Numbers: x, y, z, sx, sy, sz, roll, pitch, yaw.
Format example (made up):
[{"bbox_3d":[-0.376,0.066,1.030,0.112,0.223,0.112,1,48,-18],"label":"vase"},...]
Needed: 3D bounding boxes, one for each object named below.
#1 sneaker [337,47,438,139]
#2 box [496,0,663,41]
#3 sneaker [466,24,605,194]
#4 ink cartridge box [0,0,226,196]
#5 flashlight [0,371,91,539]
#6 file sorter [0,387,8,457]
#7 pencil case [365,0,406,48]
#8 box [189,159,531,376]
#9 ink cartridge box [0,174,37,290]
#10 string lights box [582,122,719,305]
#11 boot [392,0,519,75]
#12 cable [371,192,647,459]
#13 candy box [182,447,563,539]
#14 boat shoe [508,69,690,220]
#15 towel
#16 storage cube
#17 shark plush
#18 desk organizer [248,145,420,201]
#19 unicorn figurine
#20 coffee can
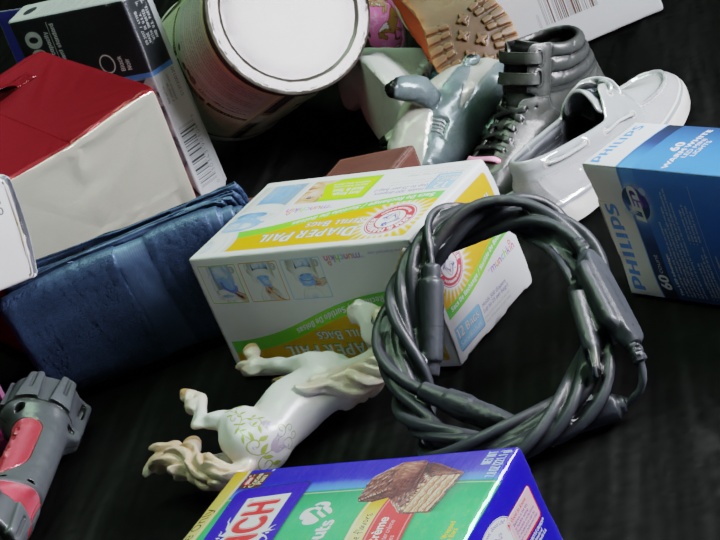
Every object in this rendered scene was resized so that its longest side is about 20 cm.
[{"bbox_3d":[0.039,-0.164,1.893,0.088,0.075,0.200,-14,21,-10],"label":"sneaker"},{"bbox_3d":[0.164,-0.277,1.959,0.152,0.107,0.200,-23,23,1],"label":"box"},{"bbox_3d":[0.115,-0.117,1.672,0.200,0.099,0.071,-39,29,-29],"label":"sneaker"},{"bbox_3d":[-0.235,-0.149,1.952,0.200,0.198,0.043,-4,27,40],"label":"ink cartridge box"},{"bbox_3d":[-0.244,0.138,1.509,0.068,0.068,0.200,-21,24,15],"label":"flashlight"},{"bbox_3d":[-0.371,0.123,1.586,0.139,0.126,0.200,-3,31,41],"label":"file sorter"},{"bbox_3d":[-0.040,-0.233,2.092,0.086,0.083,0.200,-35,26,-26],"label":"pencil case"},{"bbox_3d":[0.000,0.000,1.524,0.200,0.102,0.113,-5,29,38],"label":"box"},{"bbox_3d":[-0.349,-0.016,1.607,0.145,0.085,0.200,-23,15,-30],"label":"ink cartridge box"},{"bbox_3d":[0.239,-0.032,1.361,0.059,0.103,0.200,-37,27,-28],"label":"string lights box"},{"bbox_3d":[0.081,-0.204,1.861,0.075,0.200,0.107,-30,-19,-3],"label":"boot"},{"bbox_3d":[0.085,0.037,1.363,0.163,0.051,0.200,-33,53,10],"label":"cable"},{"bbox_3d":[-0.015,0.178,1.187,0.200,0.077,0.169,-9,27,34],"label":"candy box"},{"bbox_3d":[0.176,-0.106,1.628,0.200,0.069,0.072,-39,27,-31],"label":"boat shoe"},{"bbox_3d":[-0.161,0.016,1.631,0.200,0.112,0.049,-22,30,5],"label":"towel"},{"bbox_3d":[-0.247,-0.050,1.761,0.171,0.200,0.180,-34,32,-25],"label":"storage cube"},{"bbox_3d":[0.098,-0.123,1.764,0.200,0.091,0.083,-25,63,-30],"label":"shark plush"},{"bbox_3d":[-0.045,-0.036,1.687,0.200,0.072,0.077,-9,25,30],"label":"desk organizer"},{"bbox_3d":[-0.045,0.080,1.450,0.137,0.074,0.200,6,55,53],"label":"unicorn figurine"},{"bbox_3d":[-0.093,-0.205,1.922,0.146,0.147,0.200,-33,3,-21],"label":"coffee can"}]
